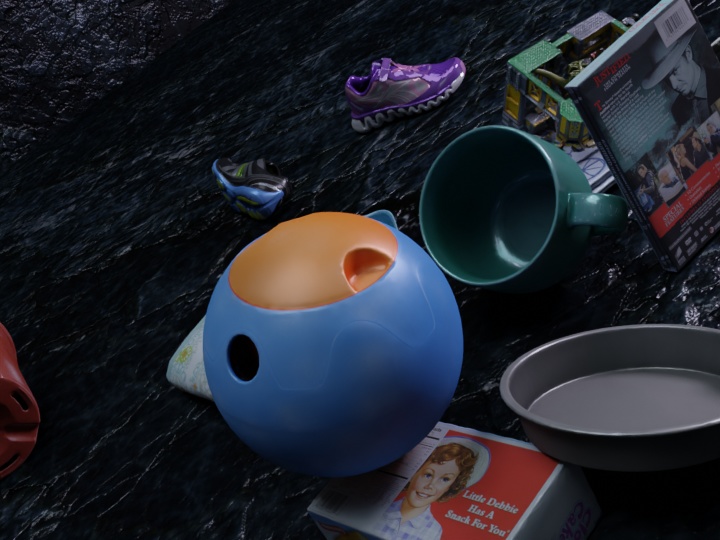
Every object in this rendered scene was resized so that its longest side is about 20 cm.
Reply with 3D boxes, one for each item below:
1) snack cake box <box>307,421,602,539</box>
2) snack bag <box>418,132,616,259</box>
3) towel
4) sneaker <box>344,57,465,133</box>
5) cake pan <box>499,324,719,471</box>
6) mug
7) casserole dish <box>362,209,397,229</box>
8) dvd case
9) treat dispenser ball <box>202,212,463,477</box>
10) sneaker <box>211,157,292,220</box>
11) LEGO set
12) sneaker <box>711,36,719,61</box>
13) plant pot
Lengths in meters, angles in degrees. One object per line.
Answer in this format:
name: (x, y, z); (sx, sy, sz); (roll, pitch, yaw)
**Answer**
snack cake box: (0.067, 0.183, 0.786); (0.199, 0.067, 0.115); (5, 43, 50)
snack bag: (0.180, -0.083, 1.157); (0.199, 0.021, 0.189); (-36, 26, -7)
towel: (-0.127, 0.060, 1.179); (0.201, 0.048, 0.171); (-56, 25, -18)
sneaker: (0.058, -0.279, 1.541); (0.199, 0.089, 0.081); (-18, 29, 26)
cake pan: (0.202, 0.090, 0.751); (0.198, 0.037, 0.200); (-9, 15, 2)
mug: (0.159, -0.045, 0.993); (0.185, 0.114, 0.153); (44, 109, 33)
casserole dish: (0.000, 0.000, 1.195); (0.120, 0.039, 0.200); (-28, 28, 9)
dvd case: (0.278, -0.122, 0.916); (0.146, 0.201, 0.022); (-42, 23, -16)
treat dispenser ball: (-0.021, 0.056, 0.795); (0.200, 0.202, 0.201); (-25, 28, 14)
sneaker: (-0.163, -0.131, 1.564); (0.082, 0.071, 0.199); (-36, 31, -17)
LEGO set: (0.255, -0.195, 1.179); (0.153, 0.116, 0.200); (37, 63, 27)
sneaker: (0.451, -0.265, 1.106); (0.199, 0.077, 0.089); (-30, 9, 21)
plant pot: (-0.510, 0.166, 1.320); (0.201, 0.202, 0.195); (-41, 36, -17)
